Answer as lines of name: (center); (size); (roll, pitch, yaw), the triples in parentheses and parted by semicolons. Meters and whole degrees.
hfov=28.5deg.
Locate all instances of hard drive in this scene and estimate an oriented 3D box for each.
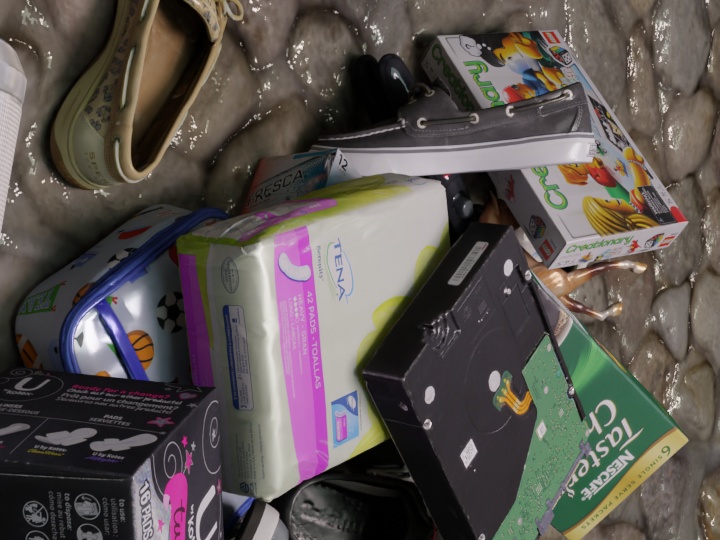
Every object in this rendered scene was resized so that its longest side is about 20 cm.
hard drive: (0.080, 0.089, 0.899); (0.140, 0.038, 0.201); (-52, 132, -32)

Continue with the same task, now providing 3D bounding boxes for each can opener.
can opener: (0.048, -0.070, 1.042); (0.079, 0.063, 0.201); (-44, 126, -38)

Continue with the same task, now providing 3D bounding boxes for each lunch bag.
lunch bag: (-0.114, 0.073, 0.854); (0.160, 0.075, 0.201); (-43, 124, -37)

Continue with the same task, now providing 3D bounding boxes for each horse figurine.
horse figurine: (0.131, 0.052, 1.054); (0.131, 0.050, 0.202); (10, 103, -20)

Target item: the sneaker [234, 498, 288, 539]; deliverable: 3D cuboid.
sneaker: (-0.033, 0.215, 0.858); (0.200, 0.120, 0.084); (104, 11, -60)

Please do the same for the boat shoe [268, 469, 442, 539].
boat shoe: (0.024, 0.182, 0.980); (0.200, 0.063, 0.074); (17, 83, -25)

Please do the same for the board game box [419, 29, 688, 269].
board game box: (0.143, -0.096, 1.060); (0.125, 0.035, 0.201); (-10, 58, -35)

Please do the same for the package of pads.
package of pads: (-0.019, 0.030, 0.851); (0.199, 0.068, 0.156); (-19, 108, -51)

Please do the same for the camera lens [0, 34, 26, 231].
camera lens: (-0.238, -0.024, 0.620); (0.159, 0.159, 0.202); (14, 83, -50)

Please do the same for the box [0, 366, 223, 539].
box: (-0.145, 0.166, 0.740); (0.115, 0.131, 0.202); (-51, 143, -65)

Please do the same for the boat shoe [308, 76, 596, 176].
boat shoe: (0.061, -0.100, 0.970); (0.070, 0.198, 0.067); (-24, 111, -81)

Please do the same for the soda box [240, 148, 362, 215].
soda box: (0.000, 0.000, 0.983); (0.200, 0.068, 0.064); (47, 51, -43)

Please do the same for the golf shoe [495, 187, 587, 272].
golf shoe: (0.146, -0.052, 1.159); (0.200, 0.078, 0.098); (34, 75, -46)

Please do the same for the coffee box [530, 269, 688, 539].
coffee box: (0.135, 0.099, 1.016); (0.123, 0.044, 0.200); (-42, 121, 6)

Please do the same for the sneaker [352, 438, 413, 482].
sneaker: (0.049, 0.157, 1.059); (0.199, 0.074, 0.089); (19, 78, -50)

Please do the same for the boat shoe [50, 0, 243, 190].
boat shoe: (-0.111, -0.134, 0.840); (0.073, 0.062, 0.201); (41, 63, -44)
